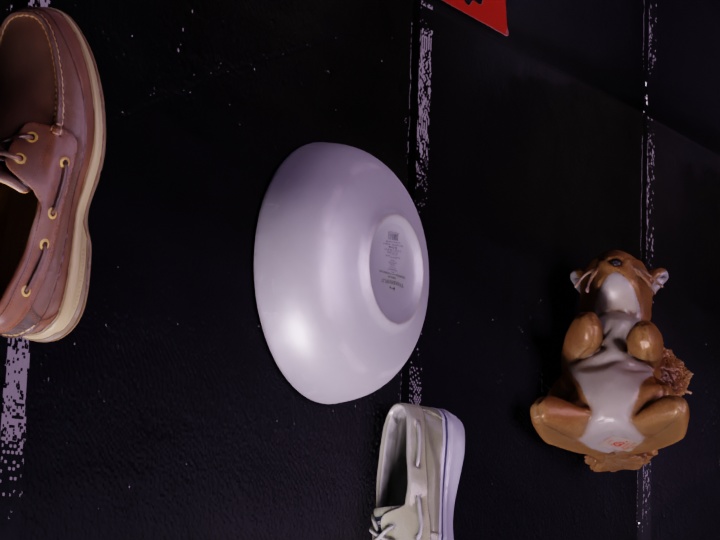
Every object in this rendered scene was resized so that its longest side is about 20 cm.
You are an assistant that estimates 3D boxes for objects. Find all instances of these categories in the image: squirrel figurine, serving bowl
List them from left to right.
[{"bbox_3d":[0.000,0.000,1.488,0.200,0.066,0.201,11,77,-59],"label":"serving bowl"},{"bbox_3d":[0.242,0.084,1.857,0.200,0.141,0.187,60,27,-59],"label":"squirrel figurine"}]

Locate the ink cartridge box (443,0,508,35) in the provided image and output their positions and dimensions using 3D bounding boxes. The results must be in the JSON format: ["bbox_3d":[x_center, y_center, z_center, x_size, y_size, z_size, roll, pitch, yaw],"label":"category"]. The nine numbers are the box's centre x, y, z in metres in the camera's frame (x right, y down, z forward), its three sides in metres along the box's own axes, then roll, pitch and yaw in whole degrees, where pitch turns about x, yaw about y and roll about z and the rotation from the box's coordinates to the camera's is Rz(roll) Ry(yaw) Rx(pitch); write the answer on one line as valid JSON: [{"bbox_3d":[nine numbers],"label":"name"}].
[{"bbox_3d":[0.112,-0.324,1.721,0.162,0.050,0.200,16,70,-58],"label":"ink cartridge box"}]

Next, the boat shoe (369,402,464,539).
[{"bbox_3d":[0.035,0.202,1.544,0.062,0.072,0.200,20,64,-31],"label":"boat shoe"}]

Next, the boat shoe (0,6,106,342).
[{"bbox_3d":[-0.197,-0.059,1.152,0.068,0.072,0.201,8,83,-61],"label":"boat shoe"}]
